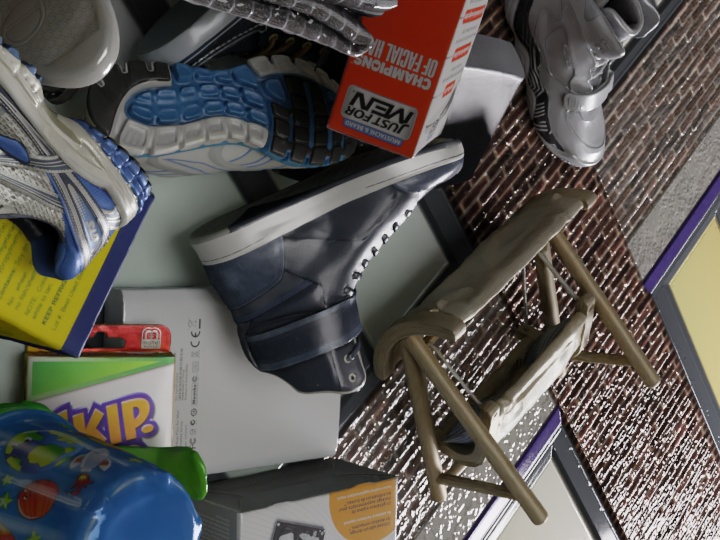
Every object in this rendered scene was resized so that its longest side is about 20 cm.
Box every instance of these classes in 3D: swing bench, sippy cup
[{"bbox_3d":[0.125,0.065,1.035,0.199,0.129,0.201,-39,115,-33],"label":"swing bench"},{"bbox_3d":[-0.165,0.150,0.696,0.179,0.130,0.140,-62,138,-29],"label":"sippy cup"}]

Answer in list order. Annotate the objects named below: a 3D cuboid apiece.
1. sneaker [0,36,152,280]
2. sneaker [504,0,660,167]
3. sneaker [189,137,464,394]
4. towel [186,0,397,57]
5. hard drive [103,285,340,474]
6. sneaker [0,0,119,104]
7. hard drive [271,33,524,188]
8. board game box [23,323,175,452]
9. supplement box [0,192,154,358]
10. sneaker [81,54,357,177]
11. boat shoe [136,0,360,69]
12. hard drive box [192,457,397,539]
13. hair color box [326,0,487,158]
[{"bbox_3d":[-0.189,-0.062,0.600,0.200,0.077,0.086,42,71,-38],"label":"sneaker"},{"bbox_3d":[0.203,-0.179,1.086,0.075,0.114,0.201,-40,121,-33],"label":"sneaker"},{"bbox_3d":[-0.001,0.000,0.870,0.201,0.077,0.147,-25,103,-9],"label":"sneaker"},{"bbox_3d":[-0.086,-0.196,0.695,0.199,0.165,0.086,9,107,-37],"label":"towel"},{"bbox_3d":[-0.094,0.077,0.891,0.199,0.026,0.133,0,95,-44],"label":"hard drive"},{"bbox_3d":[-0.169,-0.130,0.688,0.071,0.200,0.099,-53,139,-6],"label":"sneaker"},{"bbox_3d":[0.037,-0.118,0.942,0.199,0.042,0.135,-6,132,-45],"label":"hard drive"},{"bbox_3d":[-0.171,0.135,0.802,0.095,0.030,0.202,1,92,-19],"label":"board game box"},{"bbox_3d":[-0.235,-0.047,0.684,0.200,0.109,0.109,37,69,-41],"label":"supplement box"},{"bbox_3d":[-0.097,-0.096,0.823,0.199,0.087,0.076,0,75,-31],"label":"sneaker"},{"bbox_3d":[-0.062,-0.169,0.860,0.200,0.071,0.091,-46,120,-33],"label":"boat shoe"},{"bbox_3d":[-0.053,0.254,0.918,0.155,0.076,0.202,-5,99,-43],"label":"hard drive box"},{"bbox_3d":[0.047,-0.180,0.775,0.111,0.064,0.201,-48,157,-71],"label":"hair color box"}]
